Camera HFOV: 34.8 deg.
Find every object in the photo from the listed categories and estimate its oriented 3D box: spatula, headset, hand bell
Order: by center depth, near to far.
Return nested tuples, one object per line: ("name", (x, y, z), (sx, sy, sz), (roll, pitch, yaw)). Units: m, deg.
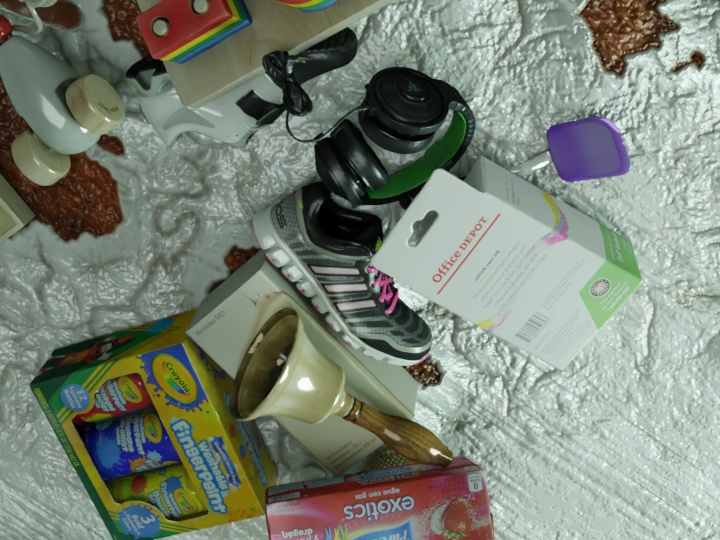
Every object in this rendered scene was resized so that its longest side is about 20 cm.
("headset", (0.005, -0.117, 0.911), (0.123, 0.200, 0.094), (-43, 61, 24))
("spatula", (0.126, -0.083, 0.978), (0.199, 0.021, 0.057), (-15, 114, 16))
("hand bell", (-0.001, 0.122, 0.995), (0.200, 0.104, 0.104), (29, 117, -21))

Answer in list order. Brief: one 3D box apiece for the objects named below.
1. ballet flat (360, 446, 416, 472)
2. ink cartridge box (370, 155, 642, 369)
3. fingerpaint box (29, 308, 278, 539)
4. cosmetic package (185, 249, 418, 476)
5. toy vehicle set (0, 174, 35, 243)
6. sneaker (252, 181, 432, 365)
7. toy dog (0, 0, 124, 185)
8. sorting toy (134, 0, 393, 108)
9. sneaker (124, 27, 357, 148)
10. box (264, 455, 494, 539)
("ballet flat", (0.007, 0.258, 1.135), (0.070, 0.065, 0.200), (24, 116, -3))
("ink cartridge box", (0.120, -0.014, 0.971), (0.200, 0.067, 0.117), (28, 121, -13))
("fingerpaint box", (-0.195, 0.157, 1.111), (0.166, 0.073, 0.200), (-15, 113, 15))
("cosmetic package", (-0.050, 0.081, 1.055), (0.103, 0.073, 0.200), (-40, 105, 22))
("toy vehicle set", (-0.410, -0.091, 1.049), (0.124, 0.027, 0.200), (-31, 108, 20))
("sneaker", (0.000, 0.000, 1.006), (0.200, 0.074, 0.087), (45, 120, -8))
("toy dog", (-0.267, -0.175, 0.969), (0.131, 0.096, 0.201), (-11, 99, 17))
("sorting toy", (-0.099, -0.256, 0.860), (0.198, 0.070, 0.200), (-25, 86, 19))
("sneaker", (-0.088, -0.150, 0.954), (0.199, 0.074, 0.089), (-8, 119, 20))
("box", (0.016, 0.234, 1.046), (0.199, 0.100, 0.096), (-8, 89, -5))
